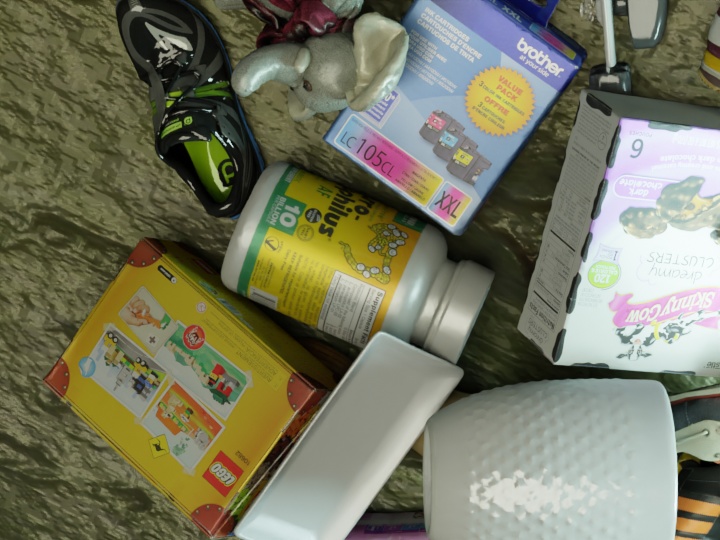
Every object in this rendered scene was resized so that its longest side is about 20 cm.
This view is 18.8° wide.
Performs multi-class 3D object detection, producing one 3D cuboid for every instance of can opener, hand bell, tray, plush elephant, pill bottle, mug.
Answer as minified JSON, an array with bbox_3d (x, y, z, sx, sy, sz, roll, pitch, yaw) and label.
[{"bbox_3d":[0.205,-0.142,1.680,0.066,0.053,0.201,0,106,11],"label":"can opener"},{"bbox_3d":[0.019,0.101,1.783,0.199,0.104,0.105,27,109,17],"label":"hand bell"},{"bbox_3d":[-0.012,0.137,1.702,0.107,0.022,0.200,26,104,-44],"label":"tray"},{"bbox_3d":[-0.047,-0.187,1.640,0.199,0.165,0.156,2,79,-28],"label":"plush elephant"},{"bbox_3d":[0.000,0.000,1.730,0.199,0.113,0.113,24,109,5],"label":"pill bottle"},{"bbox_3d":[0.136,0.170,1.653,0.174,0.148,0.200,0,148,-3],"label":"mug"}]

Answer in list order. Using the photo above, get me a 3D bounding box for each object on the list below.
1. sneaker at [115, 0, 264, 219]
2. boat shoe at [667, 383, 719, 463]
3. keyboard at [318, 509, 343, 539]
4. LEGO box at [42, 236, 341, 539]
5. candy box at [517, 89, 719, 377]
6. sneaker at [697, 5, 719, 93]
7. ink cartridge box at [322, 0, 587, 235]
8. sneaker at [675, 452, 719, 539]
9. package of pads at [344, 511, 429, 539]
[{"bbox_3d":[-0.135,-0.133,1.735,0.071,0.083,0.200,-22,100,16],"label":"sneaker"},{"bbox_3d":[0.270,0.122,1.710,0.199,0.071,0.063,-14,84,35],"label":"boat shoe"},{"bbox_3d":[-0.101,0.182,1.803,0.200,0.011,0.056,27,89,31],"label":"keyboard"},{"bbox_3d":[-0.131,0.093,1.735,0.200,0.077,0.149,40,102,20],"label":"LEGO box"},{"bbox_3d":[0.229,-0.025,1.659,0.167,0.072,0.201,5,110,-24],"label":"candy box"},{"bbox_3d":[0.359,-0.152,1.634,0.199,0.075,0.090,19,113,5],"label":"sneaker"},{"bbox_3d":[0.083,-0.149,1.692,0.136,0.076,0.200,35,108,0],"label":"ink cartridge box"},{"bbox_3d":[0.272,0.197,1.761,0.200,0.070,0.090,-39,79,18],"label":"sneaker"},{"bbox_3d":[0.064,0.265,1.810,0.199,0.076,0.121,-2,104,12],"label":"package of pads"}]
